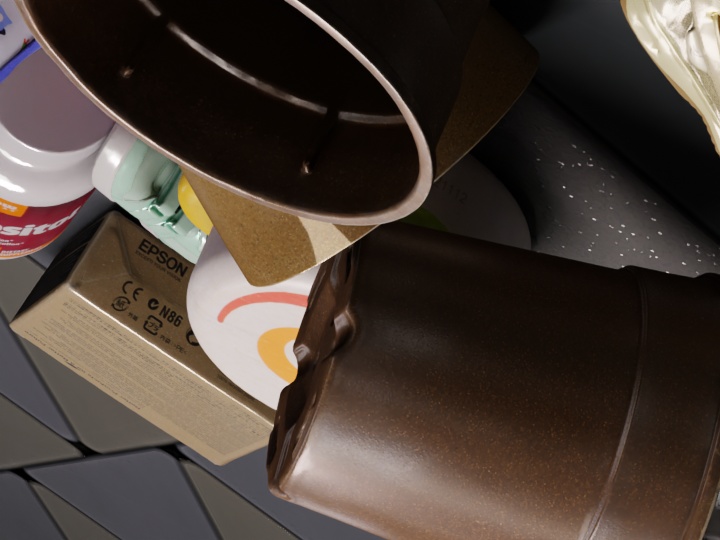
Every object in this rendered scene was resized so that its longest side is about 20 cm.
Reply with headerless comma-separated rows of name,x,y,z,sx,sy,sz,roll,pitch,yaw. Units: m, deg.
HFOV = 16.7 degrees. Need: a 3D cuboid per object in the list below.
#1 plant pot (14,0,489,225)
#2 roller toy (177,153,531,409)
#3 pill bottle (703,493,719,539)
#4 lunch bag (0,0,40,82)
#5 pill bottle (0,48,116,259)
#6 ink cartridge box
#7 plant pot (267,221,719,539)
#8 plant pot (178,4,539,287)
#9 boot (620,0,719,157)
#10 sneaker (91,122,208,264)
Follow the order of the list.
plant pot,-0.014,-0.156,1.051,0.200,0.198,0.200,25,157,12
roller toy,0.000,0.000,1.438,0.200,0.140,0.183,-3,140,35
pill bottle,0.232,0.104,1.303,0.120,0.200,0.120,25,157,11
lunch bag,-0.282,-0.157,1.360,0.200,0.170,0.124,41,163,14
pill bottle,-0.214,-0.084,1.552,0.113,0.113,0.200,33,157,-8
ink cartridge box,-0.141,0.053,1.804,0.200,0.075,0.165,34,158,-13
plant pot,0.067,0.069,1.259,0.198,0.201,0.200,18,159,-8
plant pot,-0.044,-0.126,1.210,0.200,0.186,0.186,51,152,-14
boot,0.225,-0.082,1.086,0.200,0.073,0.155,48,155,-26
sneaker,-0.091,-0.045,1.523,0.118,0.074,0.200,30,173,15
